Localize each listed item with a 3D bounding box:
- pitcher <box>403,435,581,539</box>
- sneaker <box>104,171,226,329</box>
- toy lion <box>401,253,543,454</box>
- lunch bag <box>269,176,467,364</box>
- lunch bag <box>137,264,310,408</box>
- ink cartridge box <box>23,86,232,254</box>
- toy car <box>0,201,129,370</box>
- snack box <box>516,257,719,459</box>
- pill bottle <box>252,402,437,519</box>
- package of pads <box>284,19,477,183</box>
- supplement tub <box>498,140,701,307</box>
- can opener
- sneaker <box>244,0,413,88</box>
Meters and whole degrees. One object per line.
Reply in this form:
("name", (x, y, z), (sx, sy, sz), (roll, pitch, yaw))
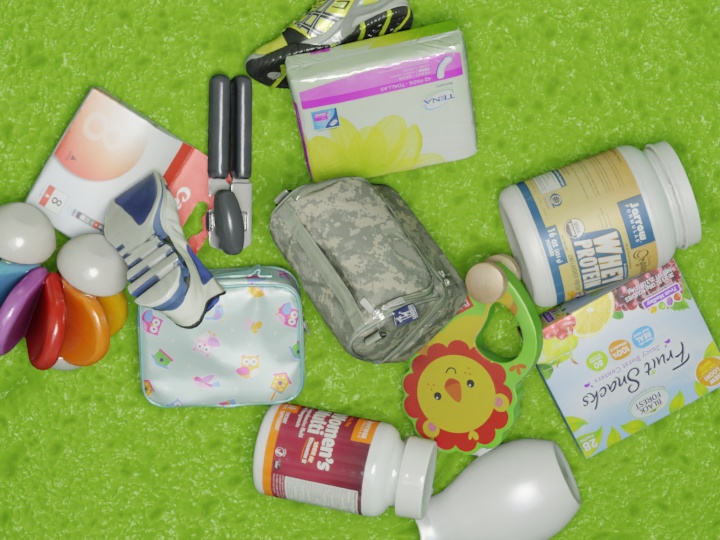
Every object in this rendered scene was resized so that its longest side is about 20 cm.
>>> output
("pitcher", (0.145, 0.254, 1.718), (0.199, 0.121, 0.173), (-24, 86, 13))
("sneaker", (-0.211, -0.004, 1.593), (0.080, 0.200, 0.115), (-30, 135, 8))
("toy lion", (0.126, 0.107, 1.663), (0.199, 0.069, 0.193), (-30, 87, 26))
("lunch bag", (0.000, 0.000, 1.584), (0.139, 0.167, 0.201), (-44, 67, 22))
("lunch bag", (-0.156, 0.073, 1.675), (0.198, 0.077, 0.162), (-2, 103, -3))
("ink cartridge box", (-0.260, -0.089, 1.655), (0.199, 0.050, 0.163), (32, 98, -5))
("toy car", (-0.361, 0.039, 1.603), (0.198, 0.151, 0.176), (23, 125, -7))
("snack box", (0.311, 0.098, 1.713), (0.199, 0.068, 0.170), (-27, 101, 3))
("pill bottle", (-0.017, 0.222, 1.675), (0.198, 0.110, 0.111), (10, 101, 11))
("package of pads", (0.027, -0.180, 1.617), (0.198, 0.069, 0.156), (-12, 129, -1))
("supplement tub", (0.269, -0.056, 1.641), (0.198, 0.145, 0.146), (-20, 101, 1))
("can opener", (-0.141, -0.119, 1.634), (0.053, 0.067, 0.202), (-1, 96, -25))
("sneaker", (-0.039, -0.269, 1.631), (0.198, 0.075, 0.077), (-22, 66, 8))
